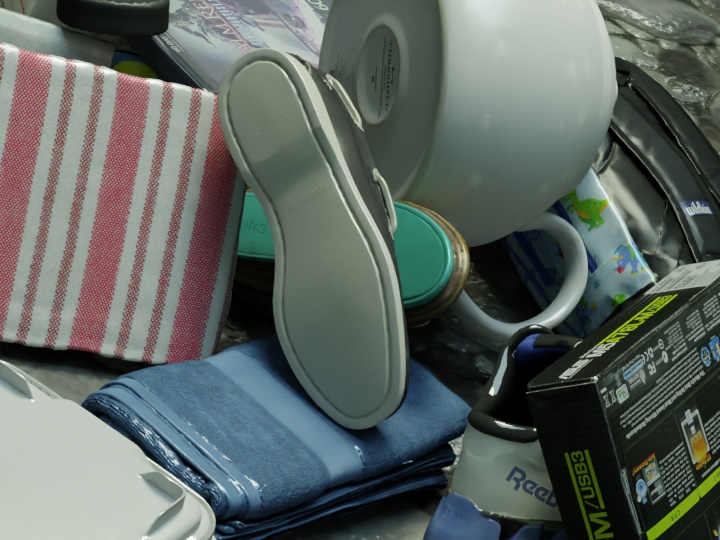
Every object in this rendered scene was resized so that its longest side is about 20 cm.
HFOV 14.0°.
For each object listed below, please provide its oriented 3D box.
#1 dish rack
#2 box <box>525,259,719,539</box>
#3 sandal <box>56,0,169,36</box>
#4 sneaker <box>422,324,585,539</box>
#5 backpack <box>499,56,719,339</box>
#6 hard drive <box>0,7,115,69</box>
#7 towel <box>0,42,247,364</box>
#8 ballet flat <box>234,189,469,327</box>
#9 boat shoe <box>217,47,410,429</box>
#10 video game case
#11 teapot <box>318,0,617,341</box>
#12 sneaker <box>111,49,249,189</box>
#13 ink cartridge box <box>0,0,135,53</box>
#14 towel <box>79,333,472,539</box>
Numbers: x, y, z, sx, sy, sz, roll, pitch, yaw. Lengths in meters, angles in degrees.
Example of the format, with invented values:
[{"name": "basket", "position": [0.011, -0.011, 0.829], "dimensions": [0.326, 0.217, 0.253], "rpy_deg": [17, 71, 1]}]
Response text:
[{"name": "dish rack", "position": [-0.168, 0.113, 1.300], "dimensions": [0.171, 0.044, 0.200], "rpy_deg": [32, 37, 18]}, {"name": "box", "position": [0.164, 0.113, 1.447], "dimensions": [0.047, 0.194, 0.200], "rpy_deg": [-8, 14, 32]}, {"name": "sandal", "position": [-0.136, -0.145, 1.580], "dimensions": [0.075, 0.048, 0.200], "rpy_deg": [7, 17, -2]}, {"name": "sneaker", "position": [0.121, 0.086, 1.491], "dimensions": [0.199, 0.115, 0.080], "rpy_deg": [-6, 22, -43]}, {"name": "backpack", "position": [0.152, -0.036, 1.714], "dimensions": [0.163, 0.154, 0.200], "rpy_deg": [-10, 71, -44]}, {"name": "hard drive", "position": [-0.240, -0.078, 1.491], "dimensions": [0.200, 0.140, 0.033], "rpy_deg": [17, 0, -14]}, {"name": "towel", "position": [-0.153, -0.034, 1.485], "dimensions": [0.200, 0.147, 0.030], "rpy_deg": [11, 1, -23]}, {"name": "ballet flat", "position": [0.000, 0.000, 1.555], "dimensions": [0.200, 0.068, 0.072], "rpy_deg": [8, -22, 45]}, {"name": "boat shoe", "position": [-0.014, -0.016, 1.475], "dimensions": [0.060, 0.074, 0.200], "rpy_deg": [6, 59, -60]}, {"name": "video game case", "position": [-0.059, -0.142, 1.707], "dimensions": [0.200, 0.019, 0.143], "rpy_deg": [-6, 42, -45]}, {"name": "teapot", "position": [0.074, -0.097, 1.608], "dimensions": [0.146, 0.200, 0.198], "rpy_deg": [5, 41, -26]}, {"name": "sneaker", "position": [-0.086, -0.082, 1.689], "dimensions": [0.199, 0.071, 0.083], "rpy_deg": [12, 13, -18]}, {"name": "ink cartridge box", "position": [-0.152, -0.158, 1.749], "dimensions": [0.200, 0.068, 0.117], "rpy_deg": [13, 31, -22]}, {"name": "towel", "position": [-0.042, 0.082, 1.464], "dimensions": [0.112, 0.049, 0.200], "rpy_deg": [41, 34, 26]}]
